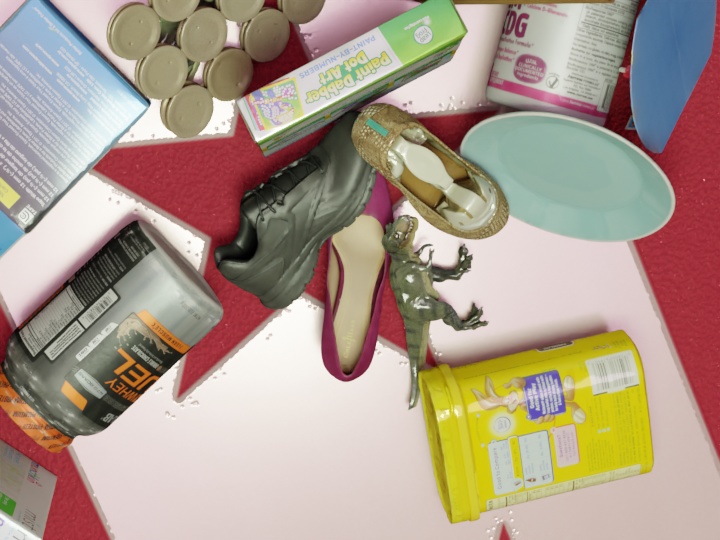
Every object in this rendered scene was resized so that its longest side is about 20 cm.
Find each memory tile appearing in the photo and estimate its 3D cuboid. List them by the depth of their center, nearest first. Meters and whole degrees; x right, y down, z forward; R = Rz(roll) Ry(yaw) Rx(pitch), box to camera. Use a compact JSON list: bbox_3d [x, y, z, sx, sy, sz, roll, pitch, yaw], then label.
[{"bbox_3d":[-0.124,-0.226,1.614,0.200,0.017,0.154,-46,133,-12],"label":"memory tile"}]

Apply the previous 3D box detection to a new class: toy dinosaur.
[{"bbox_3d":[0.069,0.027,1.712,0.088,0.047,0.201,-16,116,-16],"label":"toy dinosaur"}]

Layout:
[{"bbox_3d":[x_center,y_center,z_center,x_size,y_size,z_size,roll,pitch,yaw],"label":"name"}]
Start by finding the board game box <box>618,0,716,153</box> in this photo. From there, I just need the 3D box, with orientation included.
[{"bbox_3d":[0.265,-0.210,1.645,0.201,0.039,0.158,-60,147,-30],"label":"board game box"}]

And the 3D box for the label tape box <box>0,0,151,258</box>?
[{"bbox_3d":[-0.305,-0.128,1.641,0.200,0.066,0.143,-45,100,5],"label":"label tape box"}]

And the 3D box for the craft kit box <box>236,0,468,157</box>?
[{"bbox_3d":[-0.009,-0.166,1.596,0.199,0.198,0.049,-28,93,-2],"label":"craft kit box"}]

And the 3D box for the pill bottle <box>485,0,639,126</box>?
[{"bbox_3d":[0.190,-0.236,1.649,0.113,0.113,0.201,14,97,-8],"label":"pill bottle"}]

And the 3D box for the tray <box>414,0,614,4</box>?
[{"bbox_3d":[0.135,-0.284,1.604,0.037,0.199,0.099,7,89,-52],"label":"tray"}]

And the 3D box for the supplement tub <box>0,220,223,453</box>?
[{"bbox_3d":[-0.231,0.062,1.648,0.200,0.123,0.123,-43,101,3],"label":"supplement tub"}]

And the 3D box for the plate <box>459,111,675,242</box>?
[{"bbox_3d":[0.187,-0.090,1.649,0.199,0.200,0.026,25,64,-9],"label":"plate"}]

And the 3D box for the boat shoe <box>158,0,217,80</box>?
[{"bbox_3d":[-0.149,-0.253,1.635,0.071,0.066,0.202,17,97,-9],"label":"boat shoe"}]

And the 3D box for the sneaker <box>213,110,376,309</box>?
[{"bbox_3d":[-0.057,-0.060,1.650,0.090,0.076,0.201,26,102,-33],"label":"sneaker"}]

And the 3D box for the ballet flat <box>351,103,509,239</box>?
[{"bbox_3d":[0.072,-0.076,1.632,0.200,0.065,0.071,32,94,-35],"label":"ballet flat"}]

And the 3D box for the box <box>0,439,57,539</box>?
[{"bbox_3d":[-0.369,0.200,1.616,0.176,0.200,0.097,34,94,-9],"label":"box"}]

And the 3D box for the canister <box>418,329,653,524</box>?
[{"bbox_3d":[0.165,0.144,1.714,0.199,0.087,0.149,-12,113,-6],"label":"canister"}]

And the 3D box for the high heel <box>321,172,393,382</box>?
[{"bbox_3d":[0.000,0.000,1.675,0.067,0.096,0.201,2,99,-6],"label":"high heel"}]
